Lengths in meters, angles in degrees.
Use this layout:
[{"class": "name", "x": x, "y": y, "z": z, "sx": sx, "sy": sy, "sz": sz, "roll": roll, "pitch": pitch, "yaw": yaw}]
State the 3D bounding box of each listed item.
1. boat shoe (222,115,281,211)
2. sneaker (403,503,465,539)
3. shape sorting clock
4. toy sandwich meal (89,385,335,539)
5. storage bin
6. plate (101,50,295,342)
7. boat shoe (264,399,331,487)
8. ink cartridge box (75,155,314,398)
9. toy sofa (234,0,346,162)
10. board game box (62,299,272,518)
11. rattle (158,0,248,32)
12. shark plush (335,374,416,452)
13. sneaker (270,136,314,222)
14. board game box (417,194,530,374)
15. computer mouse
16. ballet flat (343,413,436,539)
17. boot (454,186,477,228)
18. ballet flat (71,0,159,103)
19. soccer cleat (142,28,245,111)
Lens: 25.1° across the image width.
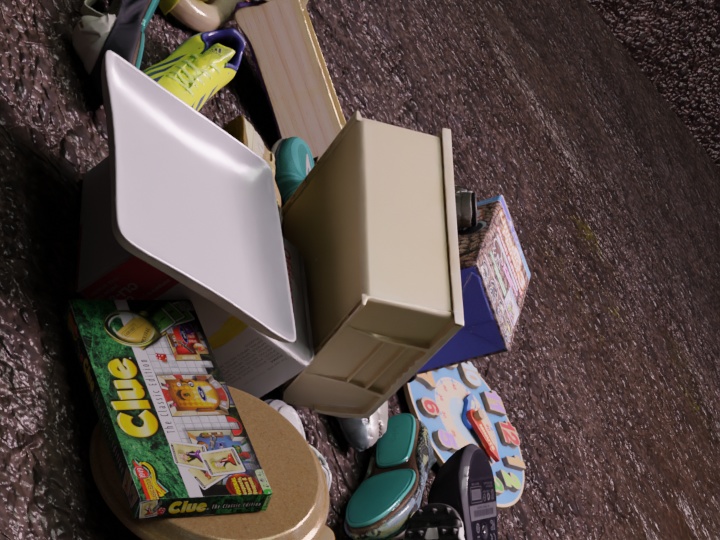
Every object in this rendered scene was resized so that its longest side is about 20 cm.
[{"class": "boat shoe", "x": -0.107, "y": -0.072, "z": 1.523, "sx": 0.066, "sy": 0.074, "sz": 0.201, "roll": 40, "pitch": 28, "yaw": -26}, {"class": "sneaker", "x": 0.065, "y": 0.307, "z": 1.383, "sx": 0.091, "sy": 0.066, "sz": 0.201, "roll": 62, "pitch": 31, "yaw": -46}, {"class": "shape sorting clock", "x": 0.113, "y": 0.161, "z": 1.728, "sx": 0.200, "sy": 0.039, "sz": 0.201, "roll": 46, "pitch": 25, "yaw": -28}, {"class": "toy sandwich meal", "x": -0.110, "y": 0.167, "z": 1.201, "sx": 0.204, "sy": 0.071, "sz": 0.206, "roll": 16, "pitch": 35, "yaw": -12}, {"class": "storage bin", "x": 0.000, "y": 0.000, "z": 1.435, "sx": 0.093, "sy": 0.199, "sz": 0.201, "roll": 12, "pitch": 55, "yaw": -22}, {"class": "plate", "x": -0.134, "y": -0.052, "z": 1.278, "sx": 0.199, "sy": 0.032, "sz": 0.201, "roll": 35, "pitch": 32, "yaw": -42}, {"class": "boat shoe", "x": -0.053, "y": 0.176, "z": 1.326, "sx": 0.074, "sy": 0.067, "sz": 0.201, "roll": 43, "pitch": 27, "yaw": -33}, {"class": "ink cartridge box", "x": -0.137, "y": 0.001, "z": 1.352, "sx": 0.200, "sy": 0.083, "sz": 0.146, "roll": 40, "pitch": 29, "yaw": -36}, {"class": "toy sofa", "x": -0.066, "y": -0.212, "z": 1.738, "sx": 0.083, "sy": 0.097, "sz": 0.201, "roll": -121, "pitch": -169, "yaw": -76}, {"class": "board game box", "x": -0.144, "y": 0.097, "z": 1.188, "sx": 0.104, "sy": 0.024, "sz": 0.201, "roll": -1, "pitch": 43, "yaw": -29}, {"class": "rattle", "x": -0.139, "y": -0.330, "z": 1.712, "sx": 0.130, "sy": 0.143, "sz": 0.199, "roll": 48, "pitch": 23, "yaw": 27}, {"class": "shark plush", "x": -0.029, "y": 0.069, "z": 1.523, "sx": 0.083, "sy": 0.091, "sz": 0.201, "roll": -31, "pitch": 95, "yaw": -38}, {"class": "sneaker", "x": -0.043, "y": -0.058, "z": 1.630, "sx": 0.077, "sy": 0.079, "sz": 0.201, "roll": 33, "pitch": 32, "yaw": -45}, {"class": "board game box", "x": 0.075, "y": 0.019, "z": 1.646, "sx": 0.200, "sy": 0.158, "sz": 0.097, "roll": -62, "pitch": 134, "yaw": -66}, {"class": "computer mouse", "x": 0.092, "y": 0.264, "z": 1.512, "sx": 0.138, "sy": 0.052, "sz": 0.202, "roll": 18, "pitch": 67, "yaw": -63}, {"class": "ballet flat", "x": 0.035, "y": 0.205, "z": 1.481, "sx": 0.074, "sy": 0.074, "sz": 0.200, "roll": 53, "pitch": 26, "yaw": -12}, {"class": "boot", "x": 0.043, "y": -0.063, "z": 1.680, "sx": 0.200, "sy": 0.130, "sz": 0.068, "roll": -142, "pitch": -135, "yaw": -69}, {"class": "ballet flat", "x": -0.228, "y": -0.218, "z": 1.482, "sx": 0.073, "sy": 0.073, "sz": 0.201, "roll": 45, "pitch": 32, "yaw": -29}, {"class": "soccer cleat", "x": -0.161, "y": -0.185, "z": 1.540, "sx": 0.065, "sy": 0.083, "sz": 0.200, "roll": 52, "pitch": 23, "yaw": -14}]
